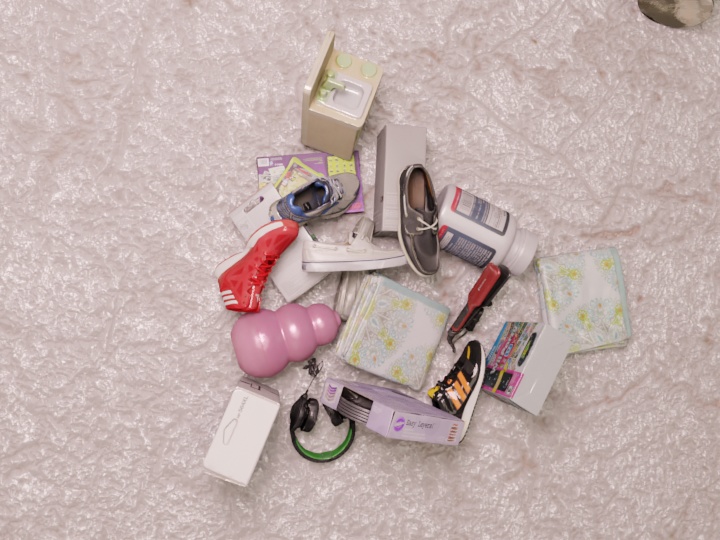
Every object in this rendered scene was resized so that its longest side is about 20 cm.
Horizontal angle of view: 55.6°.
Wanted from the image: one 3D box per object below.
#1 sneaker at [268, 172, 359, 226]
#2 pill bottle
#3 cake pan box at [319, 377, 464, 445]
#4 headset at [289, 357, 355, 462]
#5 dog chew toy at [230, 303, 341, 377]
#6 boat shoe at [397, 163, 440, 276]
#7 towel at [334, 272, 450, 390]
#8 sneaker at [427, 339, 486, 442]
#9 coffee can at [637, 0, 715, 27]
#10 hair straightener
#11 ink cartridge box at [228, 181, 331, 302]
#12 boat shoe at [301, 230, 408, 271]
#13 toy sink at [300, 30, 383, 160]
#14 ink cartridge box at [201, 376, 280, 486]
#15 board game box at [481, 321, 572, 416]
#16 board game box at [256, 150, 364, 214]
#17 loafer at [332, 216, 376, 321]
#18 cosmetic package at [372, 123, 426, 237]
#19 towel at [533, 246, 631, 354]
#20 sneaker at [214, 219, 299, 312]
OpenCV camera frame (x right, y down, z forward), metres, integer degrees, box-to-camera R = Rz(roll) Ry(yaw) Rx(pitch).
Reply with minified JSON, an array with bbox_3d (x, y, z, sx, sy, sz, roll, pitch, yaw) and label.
[{"bbox_3d":[-0.066,-0.132,1.234,0.199,0.085,0.077,-31,89,-35],"label":"sneaker"},{"bbox_3d":[0.229,-0.070,1.305,0.199,0.120,0.120,26,84,-6],"label":"pill bottle"},{"bbox_3d":[0.053,0.245,1.193,0.199,0.183,0.053,19,86,-43],"label":"cake pan box"},{"bbox_3d":[-0.073,0.261,1.259,0.122,0.094,0.202,-9,99,-8],"label":"headset"},{"bbox_3d":[-0.132,0.117,1.245,0.198,0.125,0.126,-17,89,-11],"label":"dog chew toy"},{"bbox_3d":[0.107,-0.088,1.213,0.071,0.068,0.202,-8,91,-17],"label":"boat shoe"},{"bbox_3d":[0.063,0.114,1.277,0.199,0.048,0.172,25,87,-27],"label":"towel"},{"bbox_3d":[0.176,0.225,1.305,0.089,0.070,0.202,16,87,-10],"label":"sneaker"},{"bbox_3d":[0.664,-0.621,1.380,0.145,0.146,0.202,22,84,-6],"label":"coffee can"},{"bbox_3d":[0.227,0.075,1.297,0.077,0.041,0.201,4,120,-42],"label":"hair straightener"},{"bbox_3d":[-0.145,-0.053,1.276,0.109,0.050,0.201,-35,91,9],"label":"ink cartridge box"},{"bbox_3d":[-0.009,-0.036,1.226,0.198,0.071,0.071,-3,94,-13],"label":"boat shoe"},{"bbox_3d":[-0.033,-0.308,1.229,0.111,0.200,0.131,19,73,0],"label":"toy sink"},{"bbox_3d":[-0.203,0.273,1.187,0.084,0.200,0.147,23,84,-6],"label":"ink cartridge box"},{"bbox_3d":[0.294,0.173,1.259,0.064,0.200,0.148,29,83,-5],"label":"board game box"},{"bbox_3d":[-0.096,-0.163,1.312,0.198,0.032,0.121,-5,85,-8],"label":"board game box"},{"bbox_3d":[0.000,0.000,1.299,0.069,0.070,0.202,13,93,-12],"label":"loafer"},{"bbox_3d":[0.073,-0.167,1.296,0.089,0.107,0.202,1,85,-9],"label":"cosmetic package"},{"bbox_3d":[0.445,0.062,1.363,0.169,0.048,0.202,-8,88,-9],"label":"towel"},{"bbox_3d":[-0.170,0.005,1.198,0.200,0.078,0.116,-38,57,30],"label":"sneaker"}]
